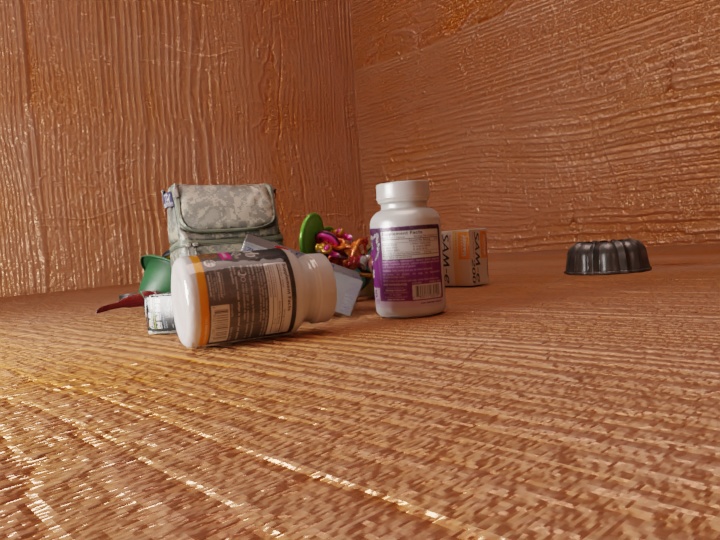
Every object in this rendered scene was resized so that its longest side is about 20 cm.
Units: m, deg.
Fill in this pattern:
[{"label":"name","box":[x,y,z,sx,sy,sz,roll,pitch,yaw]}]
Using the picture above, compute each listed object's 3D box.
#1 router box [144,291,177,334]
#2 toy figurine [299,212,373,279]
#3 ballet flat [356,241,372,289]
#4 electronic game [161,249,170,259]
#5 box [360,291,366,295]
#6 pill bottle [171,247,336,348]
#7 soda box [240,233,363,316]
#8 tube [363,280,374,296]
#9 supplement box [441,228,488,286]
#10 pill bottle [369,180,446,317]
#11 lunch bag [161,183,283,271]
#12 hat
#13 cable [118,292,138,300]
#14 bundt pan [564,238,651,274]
[{"label":"router box","box":[-0.226,0.056,1.009,0.148,0.063,0.200,-5,2,19]},{"label":"toy figurine","box":[0.006,-0.010,1.090,0.182,0.201,0.151,9,52,22]},{"label":"ballet flat","box":[0.000,0.000,1.253,0.199,0.071,0.071,-38,7,-6]},{"label":"electronic game","box":[-0.345,0.012,1.367,0.198,0.042,0.201,10,-33,6]},{"label":"box","box":[-0.056,0.021,1.412,0.081,0.069,0.200,-5,3,-17]},{"label":"pill bottle","box":[-0.139,0.032,0.813,0.198,0.118,0.116,-6,3,-27]},{"label":"soda box","box":[-0.100,0.007,0.996,0.198,0.064,0.068,19,10,-11]},{"label":"tube","box":[0.064,0.035,1.221,0.052,0.058,0.200,41,-14,-22]},{"label":"supplement box","box":[0.195,-0.029,1.439,0.073,0.128,0.199,-6,2,-44]},{"label":"pill bottle","box":[0.071,-0.034,0.956,0.111,0.203,0.112,-4,3,0]},{"label":"lunch bag","box":[-0.238,-0.067,1.078,0.198,0.170,0.139,-5,-4,-22]},{"label":"hat","box":[-0.438,0.080,1.313,0.199,0.177,0.165,33,-30,-20]},{"label":"cable","box":[-0.547,0.055,1.677,0.197,0.051,0.097,-3,-1,6]},{"label":"bundt pan","box":[0.593,-0.036,1.497,0.199,0.077,0.202,-5,2,0]}]
